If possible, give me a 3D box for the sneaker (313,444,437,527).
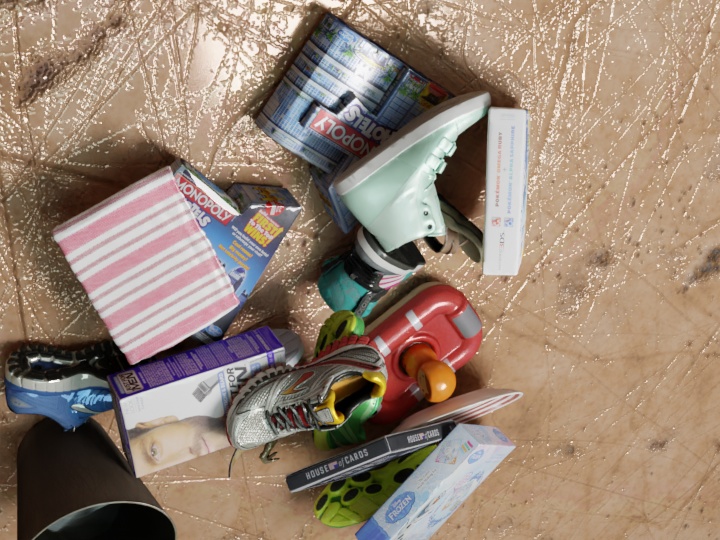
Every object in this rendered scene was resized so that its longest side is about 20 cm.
[{"bbox_3d":[0.029,0.301,1.799,0.199,0.074,0.084,-21,142,-26],"label":"sneaker"}]

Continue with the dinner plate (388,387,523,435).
[{"bbox_3d":[0.117,0.188,1.754,0.198,0.024,0.200,-20,167,-5],"label":"dinner plate"}]

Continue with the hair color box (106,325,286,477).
[{"bbox_3d":[-0.181,0.149,1.537,0.198,0.065,0.110,-17,120,-17],"label":"hair color box"}]

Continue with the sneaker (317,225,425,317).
[{"bbox_3d":[0.000,0.000,1.583,0.120,0.084,0.200,-37,169,11],"label":"sneaker"}]

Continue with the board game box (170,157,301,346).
[{"bbox_3d":[-0.175,-0.040,1.524,0.200,0.062,0.200,-46,127,4],"label":"board game box"}]

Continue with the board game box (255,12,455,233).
[{"bbox_3d":[-0.009,-0.155,1.528,0.199,0.062,0.201,26,103,-35],"label":"board game box"}]

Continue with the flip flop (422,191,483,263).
[{"bbox_3d":[0.097,-0.053,1.610,0.058,0.081,0.200,-48,151,4],"label":"flip flop"}]

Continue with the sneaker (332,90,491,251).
[{"bbox_3d":[0.081,-0.106,1.481,0.200,0.074,0.119,-35,102,-1],"label":"sneaker"}]

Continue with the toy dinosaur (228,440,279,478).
[{"bbox_3d":[-0.121,0.191,1.662,0.200,0.058,0.102,-48,159,-32],"label":"toy dinosaur"}]

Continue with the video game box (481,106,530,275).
[{"bbox_3d":[0.170,-0.096,1.548,0.046,0.200,0.184,5,98,8],"label":"video game box"}]

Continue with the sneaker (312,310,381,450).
[{"bbox_3d":[-0.014,0.129,1.618,0.083,0.074,0.202,-1,126,-11],"label":"sneaker"}]

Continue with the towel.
[{"bbox_3d":[-0.232,-0.003,1.466,0.145,0.030,0.201,-29,124,-7],"label":"towel"}]

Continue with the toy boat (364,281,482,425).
[{"bbox_3d":[0.076,0.120,1.693,0.200,0.131,0.131,-39,127,0],"label":"toy boat"}]

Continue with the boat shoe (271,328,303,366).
[{"bbox_3d":[-0.154,0.142,1.644,0.199,0.072,0.071,-30,141,0],"label":"boat shoe"}]

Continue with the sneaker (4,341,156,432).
[{"bbox_3d":[-0.319,0.137,1.560,0.198,0.079,0.090,5,130,-24],"label":"sneaker"}]

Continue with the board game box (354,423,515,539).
[{"bbox_3d":[0.102,0.286,1.754,0.199,0.043,0.200,-47,160,8],"label":"board game box"}]

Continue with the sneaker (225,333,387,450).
[{"bbox_3d":[-0.061,0.144,1.503,0.199,0.082,0.078,-29,124,-2],"label":"sneaker"}]

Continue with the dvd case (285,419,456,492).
[{"bbox_3d":[0.017,0.228,1.654,0.149,0.025,0.199,-26,169,25],"label":"dvd case"}]

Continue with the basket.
[{"bbox_3d":[-0.325,0.266,1.542,0.179,0.200,0.137,-14,122,-19],"label":"basket"}]
